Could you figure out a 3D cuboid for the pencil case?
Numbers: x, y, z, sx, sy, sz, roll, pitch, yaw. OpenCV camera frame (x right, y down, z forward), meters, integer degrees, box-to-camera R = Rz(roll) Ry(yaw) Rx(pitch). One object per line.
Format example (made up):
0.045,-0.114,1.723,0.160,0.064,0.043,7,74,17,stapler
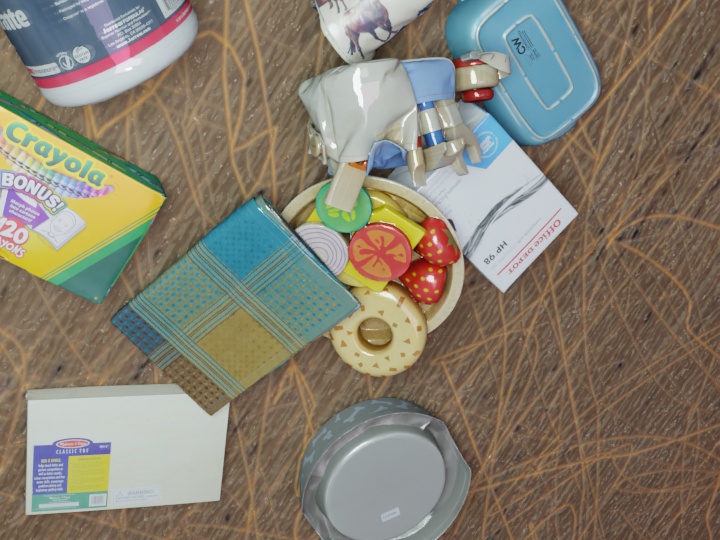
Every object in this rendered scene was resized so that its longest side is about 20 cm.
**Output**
0.053,-0.262,0.851,0.200,0.089,0.078,-35,95,14,pencil case

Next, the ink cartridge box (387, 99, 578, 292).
0.138,-0.063,1.003,0.116,0.067,0.200,-47,120,4,ink cartridge box

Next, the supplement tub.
-0.224,-0.240,0.746,0.140,0.140,0.200,-29,119,-6,supplement tub

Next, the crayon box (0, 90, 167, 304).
-0.284,-0.070,0.847,0.200,0.058,0.119,29,100,-28,crayon box

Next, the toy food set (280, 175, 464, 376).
0.000,0.000,0.951,0.197,0.049,0.200,31,122,-8,toy food set

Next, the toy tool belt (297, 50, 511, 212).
0.047,-0.125,0.884,0.199,0.125,0.124,-12,97,-29,toy tool belt

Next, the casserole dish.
0.168,-0.208,0.968,0.121,0.039,0.200,-39,119,-1,casserole dish

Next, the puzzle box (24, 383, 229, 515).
-0.236,0.179,0.995,0.199,0.025,0.134,1,113,-21,puzzle box

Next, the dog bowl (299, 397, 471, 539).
0.022,0.232,1.097,0.199,0.059,0.201,-8,115,-17,dog bowl

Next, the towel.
-0.120,0.037,0.937,0.200,0.022,0.147,-37,107,17,towel
